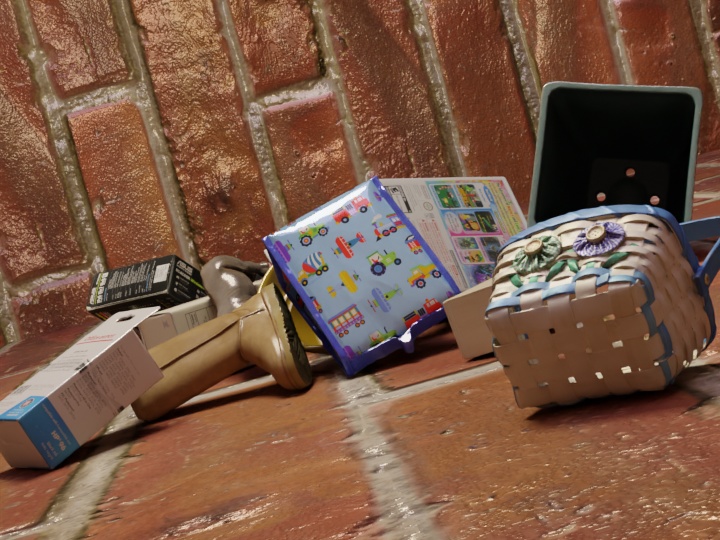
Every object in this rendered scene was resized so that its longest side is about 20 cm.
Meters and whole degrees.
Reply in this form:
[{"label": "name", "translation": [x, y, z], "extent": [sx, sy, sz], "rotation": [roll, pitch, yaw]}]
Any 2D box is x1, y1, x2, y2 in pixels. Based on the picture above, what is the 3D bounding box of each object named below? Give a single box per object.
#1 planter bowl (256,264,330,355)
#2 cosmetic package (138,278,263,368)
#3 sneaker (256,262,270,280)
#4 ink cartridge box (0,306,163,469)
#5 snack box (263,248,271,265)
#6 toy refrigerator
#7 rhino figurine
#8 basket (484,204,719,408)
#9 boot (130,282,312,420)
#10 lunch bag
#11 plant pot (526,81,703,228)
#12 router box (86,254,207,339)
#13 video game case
[{"label": "planter bowl", "translation": [-0.016, 0.040, 1.626], "extent": [0.200, 0.084, 0.201], "rotation": [-14, 43, 14]}, {"label": "cosmetic package", "translation": [-0.177, 0.080, 1.808], "extent": [0.200, 0.104, 0.087], "rotation": [-17, 3, -41]}, {"label": "sneaker", "translation": [-0.140, 0.032, 2.025], "extent": [0.079, 0.096, 0.200], "rotation": [31, -22, -22]}, {"label": "ink cartridge box", "translation": [-0.292, 0.123, 1.474], "extent": [0.200, 0.068, 0.116], "rotation": [-41, 19, -31]}, {"label": "snack box", "translation": [-0.063, 0.008, 1.779], "extent": [0.072, 0.024, 0.200], "rotation": [-26, 32, -7]}, {"label": "toy refrigerator", "translation": [0.170, 0.033, 1.435], "extent": [0.076, 0.070, 0.200], "rotation": [-20, 0, 32]}, {"label": "rhino figurine", "translation": [-0.139, 0.055, 1.711], "extent": [0.087, 0.200, 0.060], "rotation": [3, -47, -32]}, {"label": "basket", "translation": [0.193, 0.015, 1.073], "extent": [0.176, 0.139, 0.200], "rotation": [-14, 14, 28]}, {"label": "boot", "translation": [-0.159, 0.114, 1.527], "extent": [0.200, 0.066, 0.175], "rotation": [-29, 31, 3]}, {"label": "lunch bag", "translation": [0.008, 0.015, 1.519], "extent": [0.150, 0.094, 0.200], "rotation": [-29, 50, -10]}, {"label": "plant pot", "translation": [0.332, -0.115, 1.766], "extent": [0.196, 0.196, 0.200], "rotation": [5, -9, 16]}, {"label": "router box", "translation": [-0.255, 0.058, 1.920], "extent": [0.150, 0.062, 0.200], "rotation": [-13, -33, 32]}, {"label": "video game case", "translation": [0.125, -0.040, 1.696], "extent": [0.182, 0.200, 0.024], "rotation": [-2, -44, -19]}]
